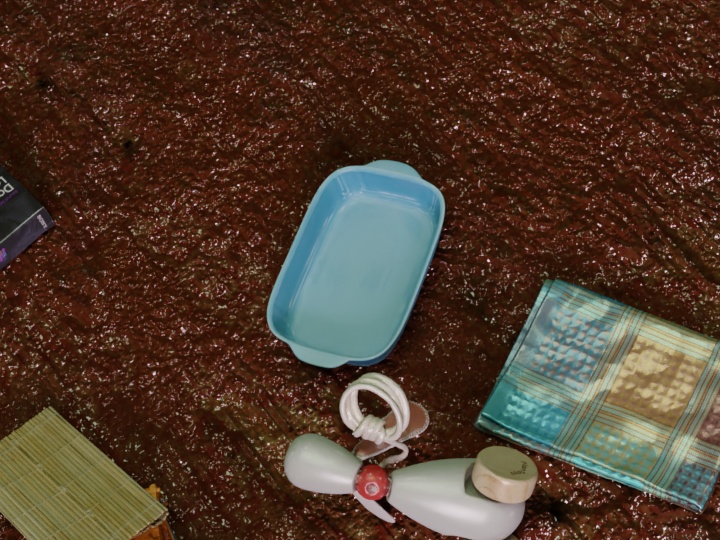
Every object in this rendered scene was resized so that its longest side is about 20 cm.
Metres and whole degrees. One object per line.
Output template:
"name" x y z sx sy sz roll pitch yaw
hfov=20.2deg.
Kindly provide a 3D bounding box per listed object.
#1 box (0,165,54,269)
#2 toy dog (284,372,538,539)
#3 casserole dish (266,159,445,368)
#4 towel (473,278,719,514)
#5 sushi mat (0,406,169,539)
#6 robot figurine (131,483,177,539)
"box" -0.391 -0.060 1.828 0.143 0.036 0.200 -43 62 -12
"toy dog" 0.051 0.157 1.568 0.200 0.096 0.132 35 113 -2
"casserole dish" 0.000 0.000 1.705 0.120 0.039 0.201 13 64 20
"towel" 0.208 0.096 1.614 0.199 0.022 0.147 20 68 22
"sushi mat" -0.241 0.177 1.624 0.095 0.012 0.200 -31 38 -23
"robot figurine" -0.192 0.273 1.583 0.144 0.058 0.201 -12 58 6
